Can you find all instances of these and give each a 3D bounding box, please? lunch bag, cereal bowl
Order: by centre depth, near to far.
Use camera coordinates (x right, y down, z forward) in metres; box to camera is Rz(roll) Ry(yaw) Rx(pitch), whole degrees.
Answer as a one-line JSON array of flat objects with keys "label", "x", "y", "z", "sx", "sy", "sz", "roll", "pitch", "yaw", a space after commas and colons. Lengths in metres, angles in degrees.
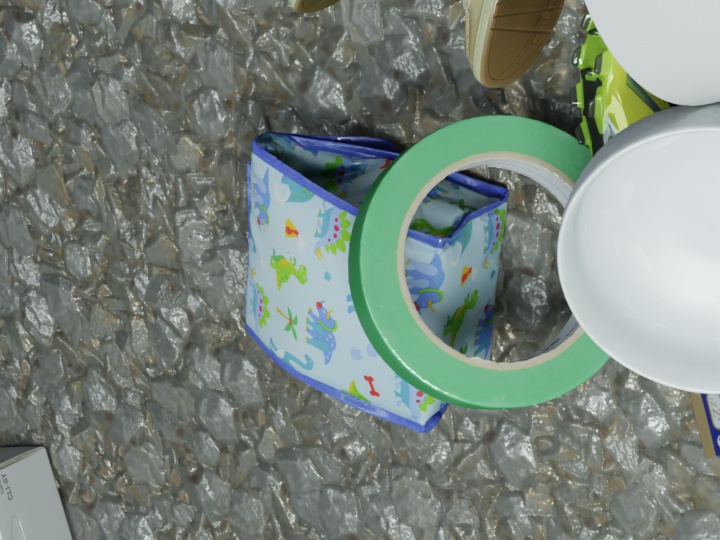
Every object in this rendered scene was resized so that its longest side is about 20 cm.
[{"label": "cereal bowl", "x": 0.229, "y": -0.024, "z": 1.557, "sx": 0.199, "sy": 0.083, "sz": 0.201, "roll": 8, "pitch": 124, "yaw": 12}, {"label": "lunch bag", "x": 0.000, "y": 0.000, "z": 1.817, "sx": 0.199, "sy": 0.127, "sz": 0.171, "roll": 19, "pitch": 121, "yaw": 26}]

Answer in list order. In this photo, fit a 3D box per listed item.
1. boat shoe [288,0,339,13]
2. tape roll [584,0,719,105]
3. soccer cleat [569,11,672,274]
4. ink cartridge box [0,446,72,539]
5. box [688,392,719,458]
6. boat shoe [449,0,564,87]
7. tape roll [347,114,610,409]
[{"label": "boat shoe", "x": -0.007, "y": -0.274, "z": 1.745, "sx": 0.063, "sy": 0.073, "sz": 0.201, "roll": 49, "pitch": 132, "yaw": 26}, {"label": "tape roll", "x": 0.239, "y": -0.206, "z": 1.444, "sx": 0.139, "sy": 0.202, "sz": 0.203, "roll": -9, "pitch": 101, "yaw": 46}, {"label": "soccer cleat", "x": 0.191, "y": -0.092, "z": 1.648, "sx": 0.065, "sy": 0.083, "sz": 0.201, "roll": 168, "pitch": 97, "yaw": -78}, {"label": "ink cartridge box", "x": -0.366, "y": 0.248, "z": 2.304, "sx": 0.200, "sy": 0.083, "sz": 0.146, "roll": -6, "pitch": 104, "yaw": 45}, {"label": "box", "x": 0.301, "y": 0.063, "z": 1.625, "sx": 0.200, "sy": 0.032, "sz": 0.122, "roll": -6, "pitch": 103, "yaw": 44}, {"label": "boat shoe", "x": 0.102, "y": -0.226, "z": 1.666, "sx": 0.063, "sy": 0.073, "sz": 0.201, "roll": 28, "pitch": 115, "yaw": 39}, {"label": "tape roll", "x": 0.093, "y": -0.005, "z": 1.677, "sx": 0.201, "sy": 0.200, "sz": 0.048, "roll": 65, "pitch": 168, "yaw": 0}]
